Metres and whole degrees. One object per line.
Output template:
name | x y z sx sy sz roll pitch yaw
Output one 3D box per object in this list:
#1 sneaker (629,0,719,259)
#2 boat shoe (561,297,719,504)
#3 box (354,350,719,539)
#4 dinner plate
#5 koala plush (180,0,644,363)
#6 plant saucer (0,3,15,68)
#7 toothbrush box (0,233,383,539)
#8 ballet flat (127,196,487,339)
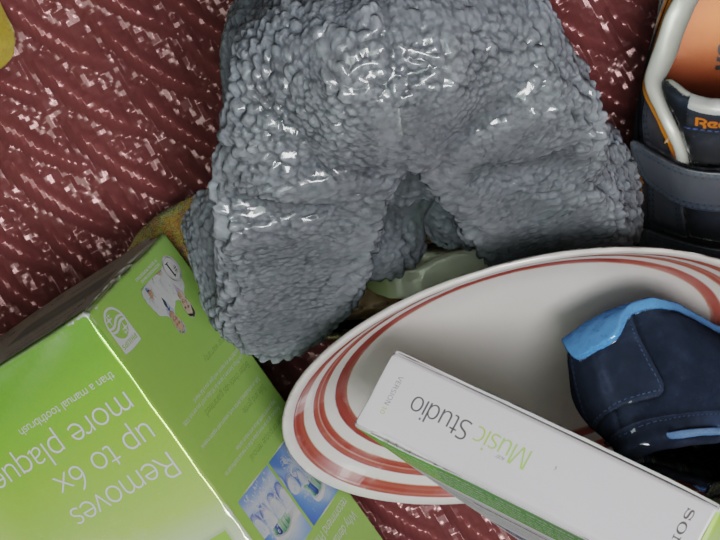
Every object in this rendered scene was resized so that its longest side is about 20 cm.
sneaker | 0.141 -0.039 1.072 0.078 0.079 0.202 -1 105 3
boat shoe | 0.145 0.072 1.052 0.199 0.069 0.084 15 141 -40
box | 0.100 0.100 1.024 0.144 0.200 0.037 25 84 32
dinner plate | 0.066 0.037 1.054 0.199 0.200 0.024 -18 61 8
koala plush | 0.003 -0.103 1.018 0.176 0.184 0.201 -12 60 -1
plant saucer | -0.268 -0.134 1.092 0.199 0.048 0.201 -22 101 9
toothbrush box | -0.088 0.112 1.100 0.145 0.086 0.201 -30 101 28
ballet flat | 0.000 0.000 1.096 0.198 0.071 0.071 0 103 4
